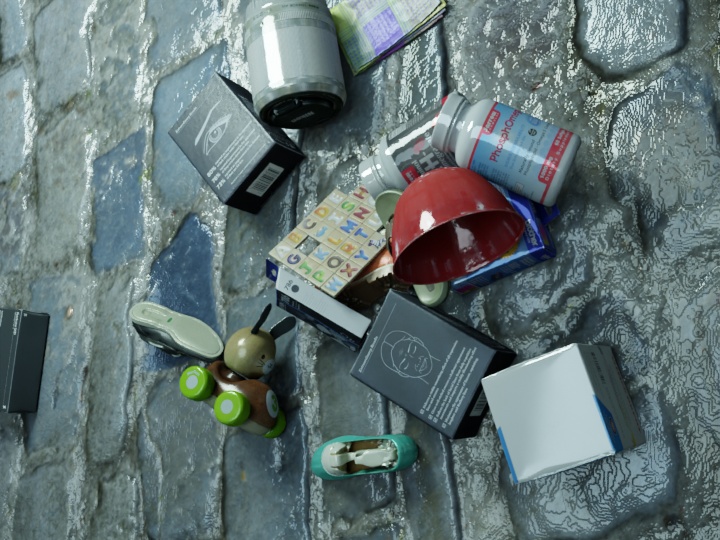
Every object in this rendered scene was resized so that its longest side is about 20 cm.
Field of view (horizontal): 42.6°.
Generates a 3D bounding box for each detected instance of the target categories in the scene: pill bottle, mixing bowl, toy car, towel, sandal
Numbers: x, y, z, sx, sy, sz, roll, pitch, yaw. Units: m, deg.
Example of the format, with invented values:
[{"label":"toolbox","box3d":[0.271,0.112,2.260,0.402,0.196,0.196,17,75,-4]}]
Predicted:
[{"label":"pill bottle","box3d":[0.099,-0.186,1.467,0.199,0.110,0.112,-31,70,20]},{"label":"mixing bowl","box3d":[0.122,-0.075,1.312,0.199,0.200,0.110,-30,64,20]},{"label":"toy car","box3d":[-0.174,0.157,1.542,0.157,0.164,0.202,28,85,27]},{"label":"towel","box3d":[0.041,-0.444,1.583,0.199,0.023,0.145,-31,71,20]},{"label":"sandal","box3d":[0.075,-0.039,1.413,0.080,0.057,0.203,-43,63,40]},{"label":"pill bottle","box3d":[0.206,-0.178,1.326,0.198,0.109,0.110,24,94,10]}]

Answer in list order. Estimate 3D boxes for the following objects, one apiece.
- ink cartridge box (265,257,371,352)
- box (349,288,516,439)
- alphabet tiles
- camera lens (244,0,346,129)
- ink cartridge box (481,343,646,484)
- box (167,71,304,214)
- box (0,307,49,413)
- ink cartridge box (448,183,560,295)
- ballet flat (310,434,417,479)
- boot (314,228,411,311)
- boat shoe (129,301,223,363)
[{"label":"ink cartridge box","box3d":[-0.078,0.058,1.492,0.198,0.100,0.039,31,72,6]},{"label":"box","box3d":[0.110,0.143,1.416,0.199,0.107,0.150,30,97,27]},{"label":"alphabet tiles","box3d":[-0.030,-0.060,1.508,0.166,0.008,0.200,30,67,38]},{"label":"camera lens","box3d":[-0.112,-0.354,1.572,0.158,0.159,0.203,-15,76,24]},{"label":"ink cartridge box","box3d":[0.283,0.195,1.267,0.143,0.199,0.149,-25,73,24]},{"label":"box","box3d":[-0.222,-0.225,1.642,0.148,0.104,0.201,-46,65,15]},{"label":"box","box3d":[-0.713,0.177,1.855,0.139,0.079,0.203,4,84,31]},{"label":"ink cartridge box","box3d":[0.210,-0.065,1.413,0.198,0.076,0.138,-23,73,21]},{"label":"ballet flat","box3d":[-0.007,0.296,1.476,0.198,0.070,0.068,-13,77,25]},{"label":"boot","box3d":[0.000,0.000,1.524,0.198,0.075,0.109,-21,54,30]},{"label":"boat shoe","box3d":[-0.332,0.122,1.683,0.198,0.072,0.068,22,129,21]}]
